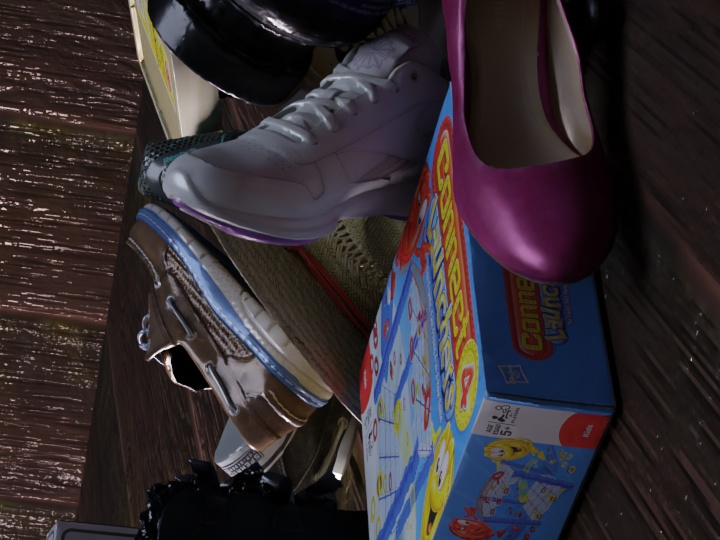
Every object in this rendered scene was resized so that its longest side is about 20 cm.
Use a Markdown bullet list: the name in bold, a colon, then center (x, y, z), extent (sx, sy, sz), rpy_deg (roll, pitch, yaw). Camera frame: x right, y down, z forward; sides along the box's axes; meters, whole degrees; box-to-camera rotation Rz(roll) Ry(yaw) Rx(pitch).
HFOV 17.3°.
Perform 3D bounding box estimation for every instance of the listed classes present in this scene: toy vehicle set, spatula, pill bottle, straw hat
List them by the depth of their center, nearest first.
- **spatula**: center (0.082, -0.111, 1.104), extent (0.200, 0.021, 0.057), rpy_deg (178, 84, -76)
- **pill bottle**: center (-0.013, -0.179, 1.127), extent (0.200, 0.112, 0.112), rpy_deg (-50, 25, 25)
- **straw hat**: center (0.000, 0.000, 1.277), extent (0.085, 0.201, 0.201), rpy_deg (-38, 19, 4)
- **toy vehicle set**: center (-0.118, -0.144, 1.463), extent (0.200, 0.027, 0.124), rpy_deg (89, 162, -60)

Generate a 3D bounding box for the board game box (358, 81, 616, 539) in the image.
- **board game box**: center (0.051, 0.053, 1.071), extent (0.200, 0.056, 0.196), rpy_deg (-94, 15, -47)

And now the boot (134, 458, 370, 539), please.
- **boot**: center (-0.032, 0.187, 1.126), extent (0.073, 0.162, 0.198), rpy_deg (114, 161, -60)

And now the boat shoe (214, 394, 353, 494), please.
- **boat shoe**: center (-0.023, 0.061, 1.407), extent (0.071, 0.064, 0.200), rpy_deg (-30, 25, 46)

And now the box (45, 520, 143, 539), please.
- **box**: center (-0.065, 0.197, 1.195), extent (0.060, 0.200, 0.117), rpy_deg (128, 149, -70)

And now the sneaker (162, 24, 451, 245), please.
- **sneaker**: center (-0.013, -0.068, 1.131), extent (0.075, 0.200, 0.100), rpy_deg (24, 116, 41)

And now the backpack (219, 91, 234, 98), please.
- **backpack**: center (-0.048, -0.224, 1.479), extent (0.176, 0.153, 0.200), rpy_deg (136, 118, -82)

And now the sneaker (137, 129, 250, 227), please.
- **sneaker**: center (-0.061, -0.061, 1.447), extent (0.200, 0.091, 0.078), rpy_deg (1, -77, -61)

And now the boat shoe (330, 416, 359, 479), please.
- **boat shoe**: center (-0.036, 0.065, 1.500), extent (0.200, 0.068, 0.072), rpy_deg (-101, 23, -55)

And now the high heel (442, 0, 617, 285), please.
- **high heel**: center (0.069, -0.082, 0.987), extent (0.200, 0.067, 0.096), rpy_deg (-91, -4, -52)

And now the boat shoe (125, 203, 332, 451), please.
- **boat shoe**: center (-0.090, 0.030, 1.348), extent (0.072, 0.072, 0.200), rpy_deg (-49, 41, 2)

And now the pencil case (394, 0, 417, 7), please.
- **pencil case**: center (0.003, -0.241, 1.252), extent (0.078, 0.089, 0.200), rpy_deg (21, 129, 66)

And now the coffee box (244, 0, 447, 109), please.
- **coffee box**: center (0.001, -0.190, 1.347), extent (0.080, 0.113, 0.200), rpy_deg (-121, 41, -74)
